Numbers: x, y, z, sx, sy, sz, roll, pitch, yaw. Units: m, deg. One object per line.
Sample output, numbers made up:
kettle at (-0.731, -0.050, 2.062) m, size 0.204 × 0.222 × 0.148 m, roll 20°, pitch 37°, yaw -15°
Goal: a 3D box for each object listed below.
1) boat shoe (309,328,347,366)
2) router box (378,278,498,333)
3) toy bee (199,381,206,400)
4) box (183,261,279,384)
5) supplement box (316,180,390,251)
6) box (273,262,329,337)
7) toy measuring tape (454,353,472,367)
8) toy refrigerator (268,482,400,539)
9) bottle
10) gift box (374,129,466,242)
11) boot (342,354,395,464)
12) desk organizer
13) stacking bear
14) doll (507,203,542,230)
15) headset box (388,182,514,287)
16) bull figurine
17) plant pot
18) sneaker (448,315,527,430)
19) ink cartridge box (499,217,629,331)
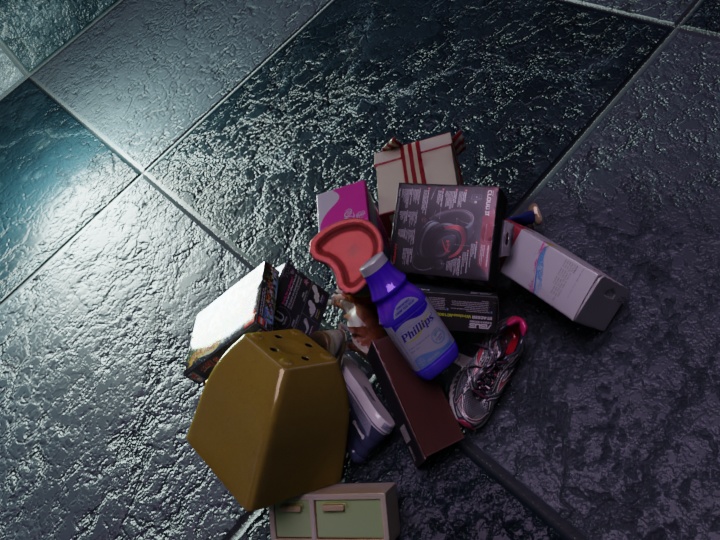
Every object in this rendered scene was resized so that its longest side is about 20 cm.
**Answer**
boat shoe at (-0.066, 0.199, 1.134) m, size 0.072 × 0.062 × 0.208 m, roll 22°, pitch 108°, yaw 42°
router box at (0.135, 0.052, 1.120) m, size 0.193 × 0.064 × 0.150 m, roll 3°, pitch 11°, yaw 10°
toy bee at (-0.256, 0.205, 1.199) m, size 0.107 × 0.199 × 0.133 m, roll -29°, pitch 85°, yaw -33°
box at (-0.222, 0.091, 1.135) m, size 0.198 × 0.037 × 0.139 m, roll -35°, pitch 35°, yaw 29°
supplement box at (-0.004, -0.057, 1.253) m, size 0.098 × 0.202 × 0.106 m, roll -15°, pitch 49°, yaw 12°
box at (-0.170, 0.090, 1.223) m, size 0.197 × 0.114 × 0.135 m, roll -22°, pitch 41°, yaw 46°
toy measuring tape at (0.133, 0.124, 1.143) m, size 0.196 × 0.074 × 0.074 m, roll 21°, pitch 65°, yaw 35°
toy refrigerator at (-0.042, 0.376, 1.013) m, size 0.194 × 0.070 × 0.079 m, roll -7°, pitch 85°, yaw 19°
bottle at (0.071, 0.068, 1.015) m, size 0.083 × 0.203 × 0.065 m, roll -35°, pitch 9°, yaw -9°
gift box at (0.127, -0.155, 1.276) m, size 0.178 × 0.203 × 0.191 m, roll -10°, pitch 49°, yaw 10°
boot at (-0.020, 0.231, 1.135) m, size 0.091 × 0.072 × 0.201 m, roll -49°, pitch 37°, yaw 8°
desk organizer at (0.086, 0.202, 1.069) m, size 0.075 × 0.072 × 0.204 m, roll -19°, pitch 69°, yaw -16°
stacking bear at (0.000, 0.000, 1.141) m, size 0.113 × 0.201 × 0.122 m, roll -41°, pitch 69°, yaw -7°
doll at (0.231, -0.068, 1.209) m, size 0.194 × 0.137 × 0.050 m, roll -14°, pitch 69°, yaw -15°
headset box at (0.152, -0.058, 1.080) m, size 0.194 × 0.075 × 0.154 m, roll 5°, pitch 83°, yaw 26°
bull figurine at (0.002, 0.107, 1.202) m, size 0.066 × 0.118 × 0.202 m, roll -62°, pitch 31°, yaw 28°
plant pot at (-0.130, 0.208, 1.025) m, size 0.192 × 0.192 × 0.206 m, roll 29°, pitch 111°, yaw 40°
sneaker at (0.206, 0.158, 1.063) m, size 0.079 × 0.075 × 0.203 m, roll 29°, pitch 68°, yaw 1°
ink cartridge box at (0.321, 0.005, 1.089) m, size 0.199 × 0.145 × 0.087 m, roll 41°, pitch 107°, yaw 39°
